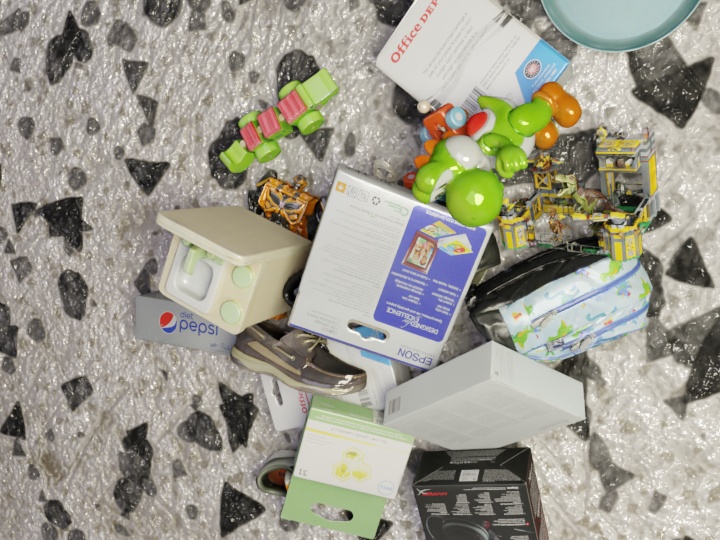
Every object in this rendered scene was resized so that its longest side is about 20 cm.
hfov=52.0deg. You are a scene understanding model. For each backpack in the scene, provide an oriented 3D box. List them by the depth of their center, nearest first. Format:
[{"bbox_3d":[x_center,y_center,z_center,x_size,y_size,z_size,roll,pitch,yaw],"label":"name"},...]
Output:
[{"bbox_3d":[0.241,0.034,0.879,0.199,0.163,0.155,-39,89,9],"label":"backpack"}]

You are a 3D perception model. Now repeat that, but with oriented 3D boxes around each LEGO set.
[{"bbox_3d":[0.246,-0.099,0.838,0.198,0.153,0.118,14,130,45],"label":"LEGO set"}]

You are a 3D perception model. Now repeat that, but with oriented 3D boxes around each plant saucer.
[{"bbox_3d":[0.310,-0.360,0.872,0.196,0.027,0.204,2,96,20],"label":"plant saucer"}]

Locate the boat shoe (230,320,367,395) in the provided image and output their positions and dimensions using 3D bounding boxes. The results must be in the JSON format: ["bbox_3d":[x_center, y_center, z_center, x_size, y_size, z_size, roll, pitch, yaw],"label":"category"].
[{"bbox_3d":[-0.083,0.110,0.974,0.197,0.074,0.075,14,99,18],"label":"boat shoe"}]

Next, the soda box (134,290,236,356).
[{"bbox_3d":[-0.241,0.078,1.108,0.196,0.063,0.070,7,99,21],"label":"soda box"}]

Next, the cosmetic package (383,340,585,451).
[{"bbox_3d":[0.144,0.162,0.890,0.199,0.149,0.052,-34,38,46],"label":"cosmetic package"}]

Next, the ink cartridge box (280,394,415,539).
[{"bbox_3d":[-0.021,0.278,0.991,0.143,0.048,0.203,14,107,-5],"label":"ink cartridge box"}]

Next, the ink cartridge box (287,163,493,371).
[{"bbox_3d":[0.033,0.000,0.889,0.194,0.047,0.203,19,111,-5],"label":"ink cartridge box"}]

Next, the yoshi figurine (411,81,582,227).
[{"bbox_3d":[0.149,-0.112,0.789,0.112,0.198,0.114,32,149,51],"label":"yoshi figurine"}]

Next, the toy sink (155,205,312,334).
[{"bbox_3d":[-0.169,-0.002,0.938,0.129,0.200,0.114,25,104,15],"label":"toy sink"}]

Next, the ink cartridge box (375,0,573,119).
[{"bbox_3d":[0.140,-0.252,0.917,0.200,0.084,0.147,43,108,12],"label":"ink cartridge box"}]

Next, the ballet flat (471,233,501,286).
[{"bbox_3d":[0.101,0.025,0.957,0.199,0.068,0.069,-36,112,8],"label":"ballet flat"}]

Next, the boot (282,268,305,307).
[{"bbox_3d":[0.000,0.000,0.965,0.197,0.144,0.074,-24,85,20],"label":"boot"}]

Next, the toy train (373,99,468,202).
[{"bbox_3d":[0.100,-0.132,0.914,0.151,0.056,0.199,52,153,-6],"label":"toy train"}]

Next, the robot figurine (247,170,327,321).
[{"bbox_3d":[-0.119,-0.040,1.052,0.143,0.058,0.203,25,104,16],"label":"robot figurine"}]

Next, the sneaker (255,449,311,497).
[{"bbox_3d":[-0.058,0.295,1.053,0.197,0.079,0.075,-10,91,20],"label":"sneaker"}]

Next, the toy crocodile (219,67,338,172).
[{"bbox_3d":[-0.115,-0.209,1.033,0.198,0.062,0.068,-31,84,20],"label":"toy crocodile"}]

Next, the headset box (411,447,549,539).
[{"bbox_3d":[0.162,0.336,0.951,0.146,0.075,0.203,-8,110,22],"label":"headset box"}]

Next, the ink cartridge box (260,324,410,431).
[{"bbox_3d":[-0.036,0.146,1.034,0.197,0.067,0.118,-16,90,21],"label":"ink cartridge box"}]
